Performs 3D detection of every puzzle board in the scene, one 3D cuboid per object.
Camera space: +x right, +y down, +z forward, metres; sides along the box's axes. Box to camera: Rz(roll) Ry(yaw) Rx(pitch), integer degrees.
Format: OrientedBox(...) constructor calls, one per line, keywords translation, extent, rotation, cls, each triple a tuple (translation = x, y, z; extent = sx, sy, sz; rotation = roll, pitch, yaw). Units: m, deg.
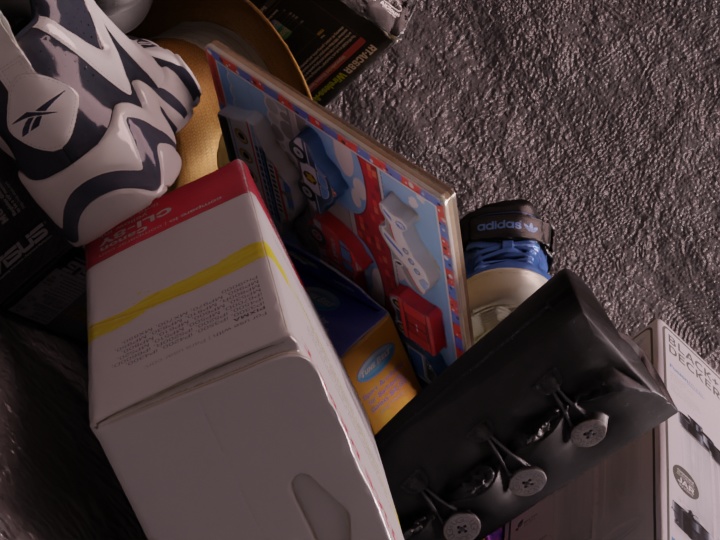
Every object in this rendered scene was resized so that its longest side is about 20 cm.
OrientedBox(translation=(-0.007, -0.004, 0.942), extent=(0.151, 0.017, 0.200), rotation=(34, -27, 30), cls="puzzle board")

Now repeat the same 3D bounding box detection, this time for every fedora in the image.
OrientedBox(translation=(-0.110, -0.065, 1.110), extent=(0.082, 0.201, 0.201), rotation=(-23, 67, -45), cls="fedora")

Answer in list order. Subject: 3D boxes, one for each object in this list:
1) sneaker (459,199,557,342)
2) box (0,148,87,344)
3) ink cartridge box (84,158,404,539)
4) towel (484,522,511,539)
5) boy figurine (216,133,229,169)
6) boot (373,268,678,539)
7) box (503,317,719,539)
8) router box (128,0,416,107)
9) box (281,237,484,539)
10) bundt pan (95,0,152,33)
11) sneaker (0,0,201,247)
OrientedBox(translation=(0.081, 0.001, 1.189), extent=(0.200, 0.076, 0.112), rotation=(81, 11, -71), cls="sneaker")
OrientedBox(translation=(-0.158, -0.036, 0.973), extent=(0.159, 0.048, 0.200), rotation=(51, 6, 19), cls="box")
OrientedBox(translation=(-0.046, 0.062, 0.797), extent=(0.200, 0.083, 0.146), rotation=(-112, 178, -68), cls="ink cartridge box")
OrientedBox(translation=(0.091, 0.135, 1.101), extent=(0.143, 0.023, 0.200), rotation=(9, 48, -52), cls="towel")
OrientedBox(translation=(0.000, 0.000, 1.036), extent=(0.200, 0.064, 0.124), rotation=(50, -20, 2), cls="boy figurine")
OrientedBox(translation=(0.065, 0.110, 0.941), extent=(0.165, 0.200, 0.066), rotation=(43, 8, -45), cls="boot")
OrientedBox(translation=(0.133, 0.128, 1.024), extent=(0.060, 0.117, 0.200), rotation=(39, 29, -18), cls="box")
OrientedBox(translation=(-0.076, -0.152, 1.173), extent=(0.150, 0.200, 0.062), rotation=(36, 52, -15), cls="router box")
OrientedBox(translation=(-0.013, 0.066, 0.996), extent=(0.119, 0.041, 0.200), rotation=(26, -29, 44), cls="box")
OrientedBox(translation=(-0.195, -0.175, 1.037), extent=(0.202, 0.201, 0.076), rotation=(43, 45, -45), cls="bundt pan")
OrientedBox(translation=(-0.140, -0.102, 0.887), extent=(0.130, 0.079, 0.199), rotation=(56, 14, -21), cls="sneaker")
